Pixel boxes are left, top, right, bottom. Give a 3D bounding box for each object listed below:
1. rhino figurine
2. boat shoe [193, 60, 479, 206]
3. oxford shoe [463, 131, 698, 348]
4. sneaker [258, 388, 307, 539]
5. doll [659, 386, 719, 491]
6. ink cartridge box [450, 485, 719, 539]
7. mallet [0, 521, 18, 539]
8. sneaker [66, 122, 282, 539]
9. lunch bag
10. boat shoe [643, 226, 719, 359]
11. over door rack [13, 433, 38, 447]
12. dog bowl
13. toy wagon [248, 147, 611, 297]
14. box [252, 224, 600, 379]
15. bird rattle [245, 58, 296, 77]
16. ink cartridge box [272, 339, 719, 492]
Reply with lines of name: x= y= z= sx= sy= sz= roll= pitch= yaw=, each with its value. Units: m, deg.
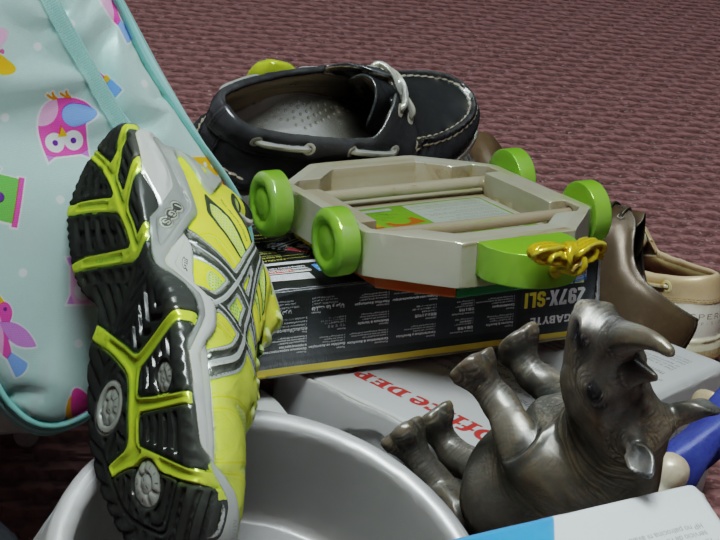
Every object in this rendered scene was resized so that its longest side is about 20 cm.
rhino figurine: x=0.075 y=0.066 z=0.658 sx=0.060 sy=0.200 sz=0.088 roll=-30 pitch=79 yaw=-30
boat shoe: x=-0.006 y=-0.084 z=0.939 sx=0.199 sy=0.060 sz=0.074 roll=-11 pitch=55 yaw=-34
oxford shoe: x=0.132 y=-0.020 z=1.049 sx=0.200 sy=0.084 sz=0.073 roll=50 pitch=8 yaw=18
sneaker: x=-0.081 y=0.109 z=0.769 sx=0.115 sy=0.074 sz=0.200 roll=0 pitch=24 yaw=-27
doll: x=0.120 y=0.116 z=0.748 sx=0.048 sy=0.137 sz=0.200 roll=39 pitch=58 yaw=12
ink cartridge box: x=0.092 y=0.181 z=0.544 sx=0.144 sy=0.084 sz=0.200 roll=-6 pitch=48 yaw=-32
mallet: x=-0.197 y=0.145 z=0.604 sx=0.066 sy=0.041 sz=0.200 roll=44 pitch=41 yaw=-9
sneaker: x=-0.061 y=0.026 z=0.660 sx=0.076 sy=0.075 sz=0.201 roll=18 pitch=44 yaw=-33
lunch bag: x=-0.145 y=-0.043 z=0.743 sx=0.160 sy=0.201 sz=0.077 roll=-38 pitch=19 yaw=-27
boat shoe: x=0.173 y=-0.006 z=1.153 sx=0.073 sy=0.070 sz=0.200 roll=-9 pitch=27 yaw=-36
over door rack: x=-0.174 y=0.033 z=0.937 sx=0.199 sy=0.067 sz=0.148 roll=-4 pitch=26 yaw=-27
dog bowl: x=-0.037 y=0.135 z=0.646 sx=0.199 sy=0.059 sz=0.201 roll=12 pitch=40 yaw=-10
toy wagon: x=0.045 y=-0.021 z=0.823 sx=0.154 sy=0.040 sz=0.200 roll=-7 pitch=21 yaw=-27
box: x=0.000 y=0.000 z=0.893 sx=0.199 sy=0.050 sz=0.160 roll=-6 pitch=21 yaw=-25
bird rattle: x=-0.080 y=-0.036 z=1.039 sx=0.199 sy=0.164 sz=0.113 roll=-16 pitch=20 yaw=41
ink cartridge box: x=0.069 y=0.083 z=0.869 sx=0.146 sy=0.085 sz=0.199 roll=22 pitch=26 yaw=38
